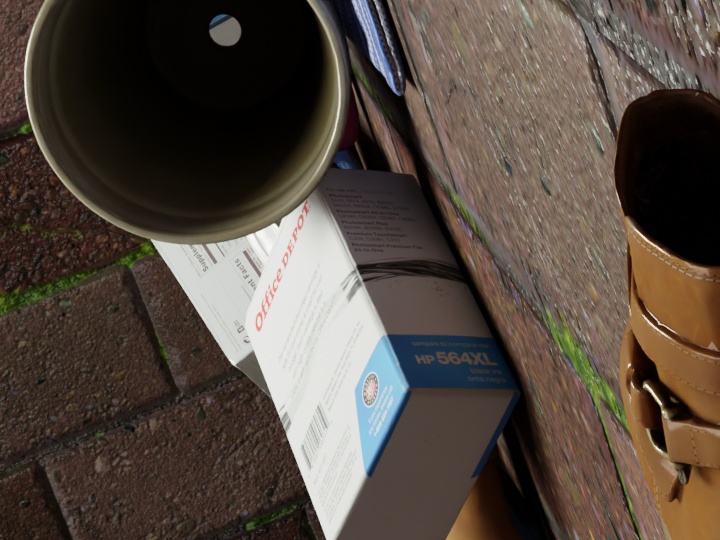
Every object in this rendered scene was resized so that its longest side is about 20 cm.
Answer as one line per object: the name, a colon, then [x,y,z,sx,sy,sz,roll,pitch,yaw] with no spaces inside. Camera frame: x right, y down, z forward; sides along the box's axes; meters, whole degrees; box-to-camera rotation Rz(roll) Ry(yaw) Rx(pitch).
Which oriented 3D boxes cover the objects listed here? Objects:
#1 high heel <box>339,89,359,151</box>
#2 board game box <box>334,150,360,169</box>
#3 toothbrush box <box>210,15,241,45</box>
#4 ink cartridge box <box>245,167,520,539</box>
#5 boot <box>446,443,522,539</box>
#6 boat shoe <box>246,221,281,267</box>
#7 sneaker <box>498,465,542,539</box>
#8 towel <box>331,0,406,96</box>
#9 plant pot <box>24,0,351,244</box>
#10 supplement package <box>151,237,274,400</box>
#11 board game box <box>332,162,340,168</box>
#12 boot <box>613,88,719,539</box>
high heel: [-0.038,-0.164,1.703,0.096,0.067,0.200,6,137,54]
board game box: [-0.087,-0.145,2.032,0.201,0.062,0.200,58,173,-6]
toothbrush box: [-0.139,-0.217,1.847,0.200,0.146,0.085,52,166,39]
ink cartridge box: [0.008,0.053,1.545,0.200,0.084,0.146,-113,35,-41]
boot: [0.072,0.138,1.600,0.199,0.074,0.156,24,112,35]
boat shoe: [0.000,0.000,1.690,0.200,0.071,0.069,44,137,7]
sneaker: [0.089,0.226,1.691,0.066,0.078,0.201,-132,27,-54]
towel: [-0.020,-0.191,1.477,0.200,0.024,0.145,-122,11,-70]
plant pot: [-0.096,-0.136,1.563,0.174,0.199,0.201,-70,-38,-71]
supplement package: [-0.046,0.027,1.860,0.156,0.111,0.200,54,-177,35]
board game box: [-0.019,-0.060,1.825,0.120,0.032,0.200,40,-176,-15]
boot: [0.117,0.056,0.640,0.200,0.076,0.156,-104,1,-53]
